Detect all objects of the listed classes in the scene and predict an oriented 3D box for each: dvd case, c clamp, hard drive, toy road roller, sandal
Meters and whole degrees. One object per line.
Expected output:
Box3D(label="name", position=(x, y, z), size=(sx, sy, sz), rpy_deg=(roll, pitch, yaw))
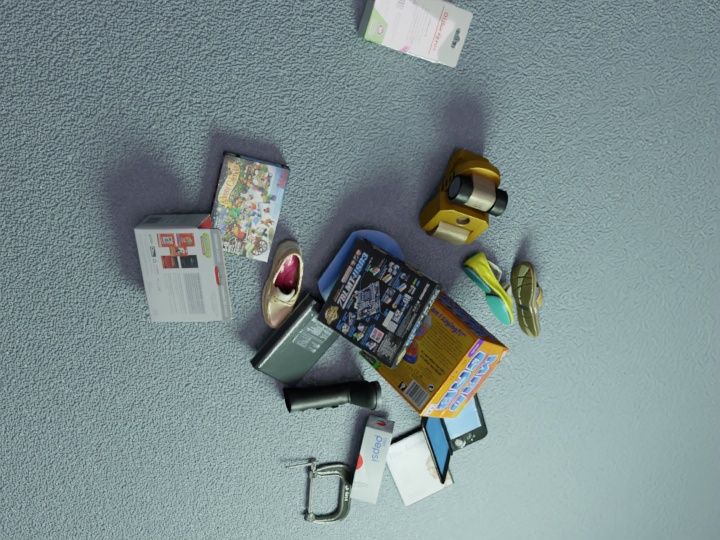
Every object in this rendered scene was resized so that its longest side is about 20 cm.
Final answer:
Box3D(label="dvd case", position=(0.145, 0.489, 1.894), size=(0.141, 0.018, 0.202), rpy_deg=(-24, 115, -4))
Box3D(label="c clamp", position=(-0.098, 0.543, 1.847), size=(0.169, 0.027, 0.202), rpy_deg=(-8, 111, -18))
Box3D(label="hard drive", position=(-0.130, 0.158, 1.656), size=(0.200, 0.033, 0.139), rpy_deg=(-49, 135, 6))
Box3D(label="toy road roller", position=(0.220, -0.163, 1.619), size=(0.122, 0.147, 0.200), rpy_deg=(16, 143, -21))
Box3D(label="sandal", position=(0.400, 0.064, 1.769), size=(0.054, 0.080, 0.202), rpy_deg=(-25, 118, -22))

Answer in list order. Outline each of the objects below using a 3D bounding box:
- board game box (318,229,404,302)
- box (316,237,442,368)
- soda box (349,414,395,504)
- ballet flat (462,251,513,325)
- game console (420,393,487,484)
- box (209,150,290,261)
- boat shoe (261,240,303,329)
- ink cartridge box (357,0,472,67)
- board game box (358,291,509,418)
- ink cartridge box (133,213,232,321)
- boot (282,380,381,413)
Box3D(label="board game box", position=(0.000, 0.000, 1.651), size=(0.157, 0.039, 0.201), rpy_deg=(30, 102, -28))
Box3D(label="box", position=(0.037, 0.066, 1.561), size=(0.197, 0.050, 0.201), rpy_deg=(30, 96, 20))
Box3D(label="soda box", position=(0.028, 0.454, 1.813), size=(0.068, 0.063, 0.202), rpy_deg=(14, 109, 5))
Box3D(label="ballet flat", position=(0.311, 0.038, 1.741), size=(0.067, 0.067, 0.200), rpy_deg=(-47, 115, -17))
Box3D(label="game console", position=(0.230, 0.380, 1.819), size=(0.171, 0.119, 0.202), rpy_deg=(-22, 116, -6))
Box3D(label="box", position=(-0.233, -0.128, 1.534), size=(0.135, 0.038, 0.202), rpy_deg=(10, 108, -19))
Box3D(label="boat shoe", position=(-0.165, 0.039, 1.602), size=(0.073, 0.069, 0.202), rpy_deg=(5, 110, -17))
Box3D(label="ink cartridge box", position=(0.106, -0.482, 1.472), size=(0.198, 0.067, 0.118), rpy_deg=(14, 106, -19))
Box3D(label="board game box", position=(0.161, 0.175, 1.632), size=(0.201, 0.200, 0.199), rpy_deg=(-53, 150, 9))
Box3D(label="ink cartridge box", position=(-0.337, -0.004, 1.499), size=(0.173, 0.084, 0.202), rpy_deg=(0, 113, 8))
Box3D(label="boot", position=(-0.065, 0.282, 1.681), size=(0.198, 0.165, 0.066), rpy_deg=(0, 83, -15))
